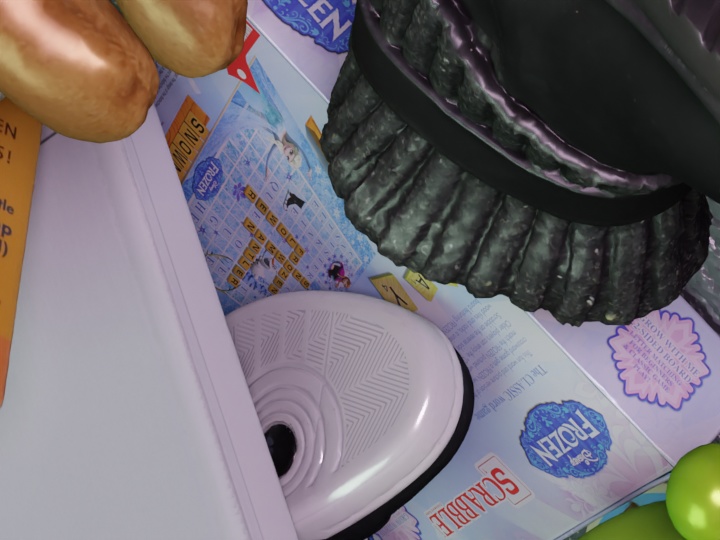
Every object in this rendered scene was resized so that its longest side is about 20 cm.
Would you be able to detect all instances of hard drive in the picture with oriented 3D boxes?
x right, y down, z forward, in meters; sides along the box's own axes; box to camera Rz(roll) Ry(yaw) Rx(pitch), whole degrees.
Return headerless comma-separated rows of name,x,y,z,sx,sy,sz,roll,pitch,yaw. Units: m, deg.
hard drive,-0.082,0.054,0.836,0.132,0.027,0.201,-30,73,39

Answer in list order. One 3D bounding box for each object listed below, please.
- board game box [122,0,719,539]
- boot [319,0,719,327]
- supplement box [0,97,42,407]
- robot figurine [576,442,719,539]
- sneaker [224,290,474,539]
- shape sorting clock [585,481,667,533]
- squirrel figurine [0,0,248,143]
board game box,0.000,0.000,0.868,0.200,0.041,0.200,47,155,0
boot,0.074,-0.030,0.657,0.211,0.079,0.158,45,151,29
supplement box,-0.130,-0.048,0.809,0.066,0.201,0.069,28,138,-34
robot figurine,0.107,0.129,0.730,0.200,0.115,0.177,27,109,53
sneaker,-0.017,0.067,0.880,0.111,0.074,0.199,19,147,-41
shape sorting clock,0.139,0.142,0.863,0.200,0.039,0.201,36,153,22
squirrel figurine,-0.096,-0.125,0.699,0.186,0.141,0.201,-34,88,44
